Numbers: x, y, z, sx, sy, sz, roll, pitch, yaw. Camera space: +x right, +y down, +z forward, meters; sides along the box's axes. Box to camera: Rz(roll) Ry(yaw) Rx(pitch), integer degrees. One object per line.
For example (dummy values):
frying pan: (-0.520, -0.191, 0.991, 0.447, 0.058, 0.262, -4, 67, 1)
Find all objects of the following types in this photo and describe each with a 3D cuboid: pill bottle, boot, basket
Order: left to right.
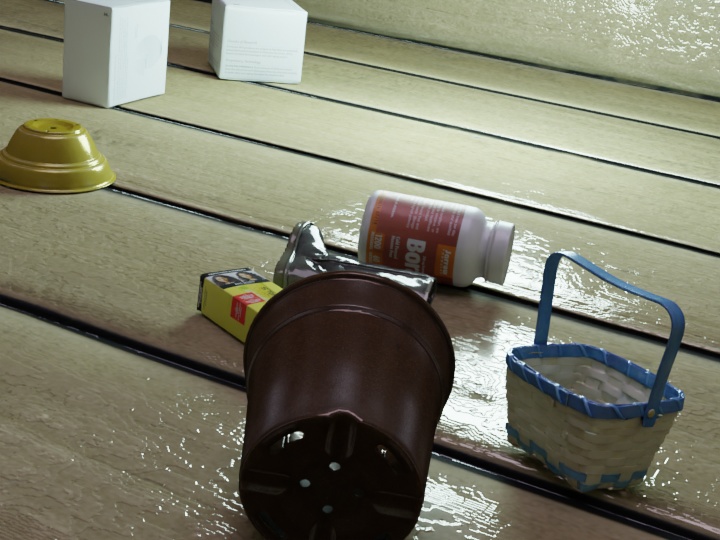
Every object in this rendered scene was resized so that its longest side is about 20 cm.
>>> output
boot: (0.000, 0.001, 1.568, 0.199, 0.073, 0.182, 3, 33, 9)
pill bottle: (0.104, -0.040, 1.651, 0.199, 0.113, 0.112, 11, 20, 12)
basket: (0.225, 0.098, 1.179, 0.139, 0.201, 0.176, -6, 24, -31)

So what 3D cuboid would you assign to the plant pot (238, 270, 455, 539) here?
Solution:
plant pot: (-0.016, 0.133, 1.049, 0.200, 0.201, 0.198, 7, 27, 0)

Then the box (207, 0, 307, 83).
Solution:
box: (-0.245, -0.546, 2.841, 0.199, 0.172, 0.199, 1, 21, -15)

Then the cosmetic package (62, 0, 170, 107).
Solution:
cosmetic package: (-0.496, -0.451, 2.460, 0.123, 0.200, 0.200, 15, 21, 20)

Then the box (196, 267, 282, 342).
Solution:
box: (-0.110, 0.054, 1.416, 0.075, 0.050, 0.200, -8, 25, -36)

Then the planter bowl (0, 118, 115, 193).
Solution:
planter bowl: (-0.488, -0.191, 1.921, 0.200, 0.084, 0.200, 6, 19, -2)
